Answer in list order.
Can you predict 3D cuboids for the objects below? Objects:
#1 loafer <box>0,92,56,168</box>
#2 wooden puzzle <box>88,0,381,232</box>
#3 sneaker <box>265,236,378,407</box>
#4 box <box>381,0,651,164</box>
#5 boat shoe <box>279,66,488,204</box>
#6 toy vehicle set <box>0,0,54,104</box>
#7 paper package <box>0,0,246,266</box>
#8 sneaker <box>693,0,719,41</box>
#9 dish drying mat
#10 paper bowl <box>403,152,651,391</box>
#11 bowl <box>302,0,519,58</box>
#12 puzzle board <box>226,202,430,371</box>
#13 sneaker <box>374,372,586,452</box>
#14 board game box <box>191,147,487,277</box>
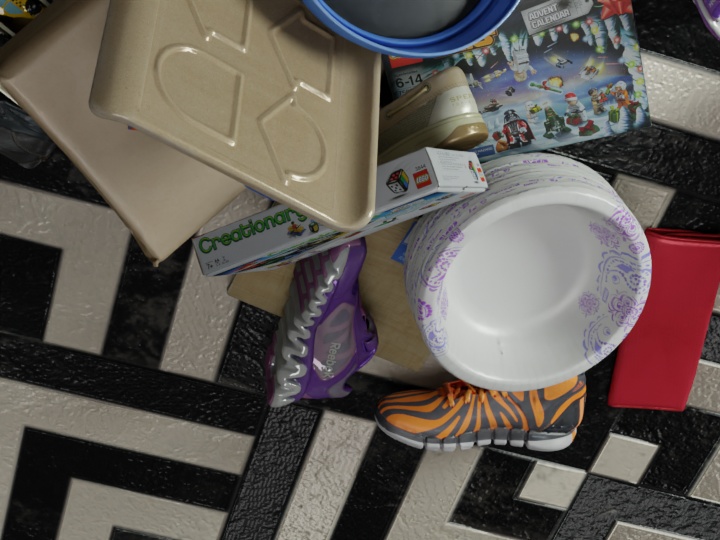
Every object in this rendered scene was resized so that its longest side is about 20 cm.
[{"bbox_3d":[-0.333,-0.142,1.069,0.200,0.073,0.072,26,125,-16],"label":"loafer"},{"bbox_3d":[-0.081,-0.127,0.898,0.200,0.186,0.046,23,139,-25],"label":"wooden puzzle"},{"bbox_3d":[-0.021,0.043,1.176,0.088,0.081,0.200,9,129,-14],"label":"sneaker"},{"bbox_3d":[0.123,-0.159,1.068,0.200,0.040,0.137,-12,123,10],"label":"box"},{"bbox_3d":[0.010,-0.101,1.061,0.200,0.072,0.065,-22,83,39],"label":"boat shoe"},{"bbox_3d":[-0.218,-0.171,1.038,0.200,0.027,0.124,39,90,-25],"label":"toy vehicle set"},{"bbox_3d":[-0.143,-0.144,0.998,0.200,0.103,0.191,-41,119,-5],"label":"paper package"},{"bbox_3d":[0.245,-0.241,0.965,0.073,0.114,0.200,-37,116,25],"label":"sneaker"},{"bbox_3d":[0.281,0.048,1.226,0.077,0.018,0.200,3,126,-1],"label":"dish drying mat"},{"bbox_3d":[0.134,-0.005,1.123,0.200,0.104,0.201,-7,124,-11],"label":"paper bowl"},{"bbox_3d":[0.032,-0.250,0.943,0.200,0.039,0.201,-1,93,-21],"label":"bowl"},{"bbox_3d":[0.000,0.000,1.197,0.200,0.017,0.151,23,121,-15],"label":"puzzle board"},{"bbox_3d":[0.115,0.105,1.242,0.200,0.078,0.112,1,122,-13],"label":"sneaker"},{"bbox_3d":[-0.013,-0.044,1.023,0.200,0.126,0.035,-20,86,20],"label":"board game box"}]
